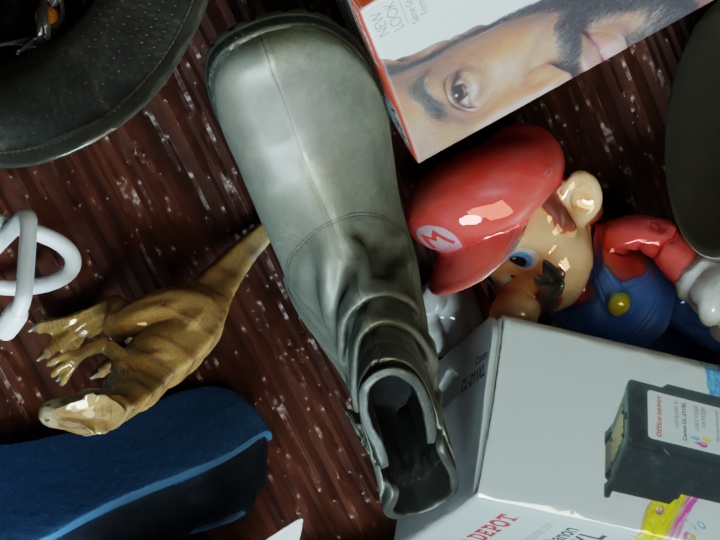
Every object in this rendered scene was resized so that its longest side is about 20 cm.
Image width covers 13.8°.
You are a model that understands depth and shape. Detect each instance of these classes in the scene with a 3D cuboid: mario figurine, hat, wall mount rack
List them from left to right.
[{"bbox_3d":[-0.221,0.017,1.221,0.199,0.075,0.174,15,149,-24],"label":"wall mount rack"},{"bbox_3d":[-0.149,-0.118,1.160,0.200,0.201,0.081,-29,166,-3],"label":"hat"},{"bbox_3d":[0.097,0.020,1.312,0.199,0.106,0.124,31,105,-31],"label":"mario figurine"}]

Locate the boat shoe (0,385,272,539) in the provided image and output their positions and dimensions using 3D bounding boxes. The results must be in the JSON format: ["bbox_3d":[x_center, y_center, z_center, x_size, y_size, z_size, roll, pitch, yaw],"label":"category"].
[{"bbox_3d":[-0.129,0.117,1.294,0.199,0.084,0.069,-13,132,-14],"label":"boat shoe"}]

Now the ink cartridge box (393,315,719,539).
[{"bbox_3d":[0.127,0.095,1.306,0.199,0.146,0.083,13,73,-10],"label":"ink cartridge box"}]

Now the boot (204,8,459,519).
[{"bbox_3d":[0.000,0.000,1.190,0.067,0.131,0.201,-20,136,1],"label":"boot"}]

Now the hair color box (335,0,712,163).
[{"bbox_3d":[0.086,-0.141,1.229,0.199,0.064,0.111,-28,145,-2],"label":"hair color box"}]

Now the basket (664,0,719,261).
[{"bbox_3d":[0.243,-0.054,1.282,0.199,0.181,0.137,5,118,-20],"label":"basket"}]

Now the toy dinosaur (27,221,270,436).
[{"bbox_3d":[-0.076,0.022,1.266,0.106,0.200,0.061,-15,117,41],"label":"toy dinosaur"}]

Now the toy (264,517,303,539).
[{"bbox_3d":[-0.091,0.160,1.299,0.115,0.047,0.200,-34,161,-21],"label":"toy"}]
